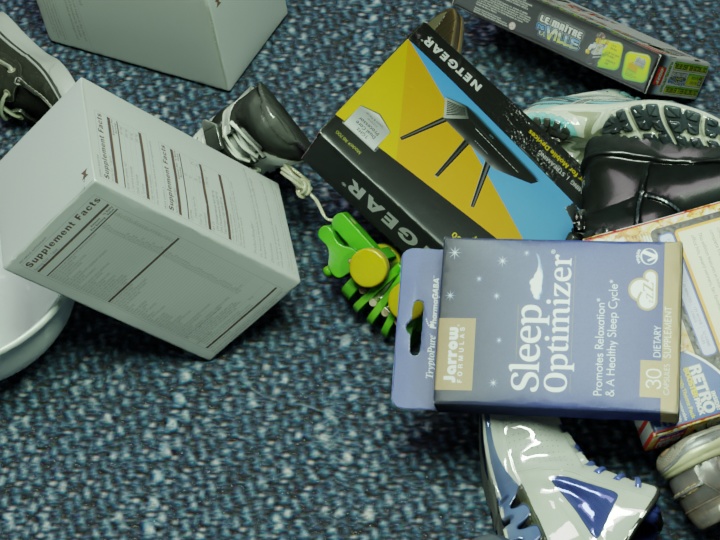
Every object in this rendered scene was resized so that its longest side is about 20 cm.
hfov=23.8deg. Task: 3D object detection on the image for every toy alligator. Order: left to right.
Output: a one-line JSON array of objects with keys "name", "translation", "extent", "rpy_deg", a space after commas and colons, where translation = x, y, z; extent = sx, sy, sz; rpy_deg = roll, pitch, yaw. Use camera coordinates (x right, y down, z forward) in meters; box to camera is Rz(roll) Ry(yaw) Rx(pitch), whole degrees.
[{"name": "toy alligator", "translation": [0.000, 0.000, 1.324], "extent": [0.200, 0.059, 0.054], "rpy_deg": [40, 103, 9]}]

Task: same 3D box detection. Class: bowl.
[{"name": "bowl", "translation": [-0.306, 0.022, 1.345], "extent": [0.200, 0.091, 0.202], "rpy_deg": [-5, 50, 5]}]

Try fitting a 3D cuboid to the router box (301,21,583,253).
[{"name": "router box", "translation": [0.075, -0.076, 1.336], "extent": [0.200, 0.051, 0.149], "rpy_deg": [42, 59, -1]}]

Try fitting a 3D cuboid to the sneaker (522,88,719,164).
[{"name": "sneaker", "translation": [0.216, -0.119, 1.387], "extent": [0.199, 0.078, 0.086], "rpy_deg": [6, 34, 25]}]

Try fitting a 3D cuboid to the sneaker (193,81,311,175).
[{"name": "sneaker", "translation": [-0.094, -0.100, 1.387], "extent": [0.088, 0.200, 0.074], "rpy_deg": [-37, 97, -5]}]

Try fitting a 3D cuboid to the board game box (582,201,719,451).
[{"name": "board game box", "translation": [0.272, 0.026, 1.207], "extent": [0.199, 0.046, 0.152], "rpy_deg": [-15, 71, -5]}]

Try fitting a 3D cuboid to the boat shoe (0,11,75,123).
[{"name": "boat shoe", "translation": [-0.299, -0.160, 1.515], "extent": [0.063, 0.071, 0.200], "rpy_deg": [-32, 45, -19]}]

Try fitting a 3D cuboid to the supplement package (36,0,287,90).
[{"name": "supplement package", "translation": [-0.185, -0.263, 1.547], "extent": [0.199, 0.118, 0.117], "rpy_deg": [18, 54, 22]}]

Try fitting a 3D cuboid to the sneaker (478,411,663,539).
[{"name": "sneaker", "translation": [0.147, 0.154, 1.186], "extent": [0.114, 0.081, 0.200], "rpy_deg": [-8, 57, -3]}]

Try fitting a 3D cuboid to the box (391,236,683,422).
[{"name": "box", "translation": [0.120, 0.039, 1.175], "extent": [0.199, 0.032, 0.122], "rpy_deg": [1, 73, 12]}]

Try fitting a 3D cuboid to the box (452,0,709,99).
[{"name": "box", "translation": [0.187, -0.202, 1.457], "extent": [0.199, 0.035, 0.110], "rpy_deg": [30, 18, 29]}]

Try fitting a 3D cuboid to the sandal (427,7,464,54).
[{"name": "sandal", "translation": [0.067, -0.124, 1.432], "extent": [0.082, 0.054, 0.201], "rpy_deg": [-27, 52, 41]}]

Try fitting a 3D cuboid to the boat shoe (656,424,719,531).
[{"name": "boat shoe", "translation": [0.305, 0.134, 1.189], "extent": [0.199, 0.075, 0.074], "rpy_deg": [-15, 75, -10]}]

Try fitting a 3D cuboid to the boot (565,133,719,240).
[{"name": "boot", "translation": [0.241, -0.014, 1.281], "extent": [0.197, 0.073, 0.163], "rpy_deg": [8, 62, 9]}]

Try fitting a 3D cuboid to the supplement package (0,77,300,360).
[{"name": "supplement package", "translation": [-0.160, -0.036, 1.285], "extent": [0.114, 0.200, 0.110], "rpy_deg": [-39, 44, 26]}]

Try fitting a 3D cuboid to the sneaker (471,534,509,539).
[{"name": "sneaker", "translation": [0.150, 0.233, 1.090], "extent": [0.082, 0.070, 0.200], "rpy_deg": [-40, 87, -28]}]
